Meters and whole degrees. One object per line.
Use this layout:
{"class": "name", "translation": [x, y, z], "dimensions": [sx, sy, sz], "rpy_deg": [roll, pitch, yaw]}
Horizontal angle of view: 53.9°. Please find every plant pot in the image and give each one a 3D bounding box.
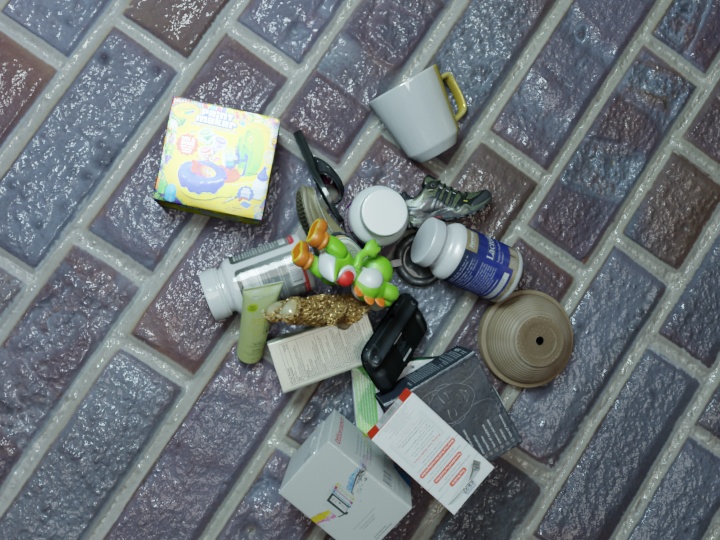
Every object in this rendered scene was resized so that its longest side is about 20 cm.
{"class": "plant pot", "translation": [0.345, 0.139, 1.423], "dimensions": [0.200, 0.093, 0.202], "rpy_deg": [0, 89, -9]}

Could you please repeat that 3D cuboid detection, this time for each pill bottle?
{"class": "pill bottle", "translation": [0.028, -0.098, 1.330], "dimensions": [0.112, 0.200, 0.113], "rpy_deg": [0, 88, -8]}
{"class": "pill bottle", "translation": [0.205, -0.023, 1.378], "dimensions": [0.199, 0.116, 0.116], "rpy_deg": [22, 86, -19]}
{"class": "pill bottle", "translation": [-0.194, 0.016, 1.340], "dimensions": [0.199, 0.114, 0.114], "rpy_deg": [-20, 91, -8]}

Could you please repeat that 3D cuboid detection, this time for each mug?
{"class": "mug", "translation": [0.132, -0.307, 1.384], "dimensions": [0.186, 0.149, 0.154], "rpy_deg": [-30, 100, -1]}

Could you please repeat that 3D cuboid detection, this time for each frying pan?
{"class": "frying pan", "translation": [0.086, -0.031, 1.426], "dimensions": [0.189, 0.031, 0.116], "rpy_deg": [14, 85, -10]}

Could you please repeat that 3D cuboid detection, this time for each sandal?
{"class": "sandal", "translation": [-0.070, -0.189, 1.365], "dimensions": [0.048, 0.075, 0.201], "rpy_deg": [-25, 79, 1]}

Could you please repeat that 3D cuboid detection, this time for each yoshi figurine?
{"class": "yoshi figurine", "translation": [-0.017, -0.011, 1.257], "dimensions": [0.200, 0.112, 0.112], "rpy_deg": [33, 76, -18]}

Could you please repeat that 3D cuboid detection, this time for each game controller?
{"class": "game controller", "translation": [0.068, 0.136, 1.358], "dimensions": [0.200, 0.042, 0.105], "rpy_deg": [-52, 131, -40]}

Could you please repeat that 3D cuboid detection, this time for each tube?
{"class": "tube", "translation": [-0.193, 0.094, 1.305], "dimensions": [0.052, 0.200, 0.058], "rpy_deg": [25, 43, 6]}

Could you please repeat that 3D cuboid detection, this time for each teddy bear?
{"class": "teddy bear", "translation": [-0.077, 0.078, 1.268], "dimensions": [0.144, 0.200, 0.067], "rpy_deg": [-11, 83, 34]}

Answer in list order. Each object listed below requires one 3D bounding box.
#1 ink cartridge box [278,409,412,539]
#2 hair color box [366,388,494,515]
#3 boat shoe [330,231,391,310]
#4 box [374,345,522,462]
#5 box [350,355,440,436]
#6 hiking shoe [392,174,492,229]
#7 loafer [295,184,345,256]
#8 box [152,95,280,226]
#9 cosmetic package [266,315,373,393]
{"class": "ink cartridge box", "translation": [-0.025, 0.395, 1.323], "dimensions": [0.200, 0.147, 0.145], "rpy_deg": [41, 101, -5]}
{"class": "hair color box", "translation": [0.122, 0.317, 1.247], "dimensions": [0.200, 0.064, 0.111], "rpy_deg": [43, 84, -4]}
{"class": "boat shoe", "translation": [0.000, 0.000, 1.350], "dimensions": [0.074, 0.062, 0.200], "rpy_deg": [-36, 126, 6]}
{"class": "box", "translation": [0.163, 0.280, 1.343], "dimensions": [0.196, 0.124, 0.201], "rpy_deg": [-29, 93, -8]}
{"class": "box", "translation": [0.083, 0.251, 1.413], "dimensions": [0.199, 0.036, 0.145], "rpy_deg": [-5, 89, -9]}
{"class": "hiking shoe", "translation": [0.165, -0.147, 1.413], "dimensions": [0.199, 0.076, 0.101], "rpy_deg": [-15, 94, -7]}
{"class": "loafer", "translation": [-0.070, -0.076, 1.384], "dimensions": [0.067, 0.076, 0.201], "rpy_deg": [-23, 104, -16]}
{"class": "box", "translation": [-0.266, -0.200, 1.333], "dimensions": [0.199, 0.122, 0.194], "rpy_deg": [10, 86, -8]}
{"class": "cosmetic package", "translation": [-0.072, 0.152, 1.367], "dimensions": [0.199, 0.087, 0.104], "rpy_deg": [-17, 92, -9]}
